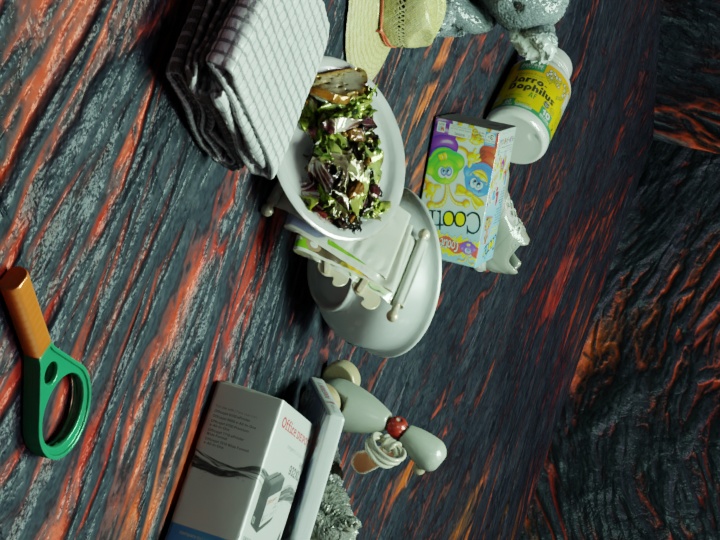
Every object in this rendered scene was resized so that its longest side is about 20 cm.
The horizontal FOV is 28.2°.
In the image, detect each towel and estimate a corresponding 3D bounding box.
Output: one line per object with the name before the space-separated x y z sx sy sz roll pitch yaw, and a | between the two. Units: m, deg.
towel | -0.104 -0.200 1.301 0.200 0.085 0.167 66 42 -65

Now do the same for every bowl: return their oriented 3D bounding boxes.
bowl | 0.000 0.000 1.664 0.089 0.200 0.204 1 105 -36

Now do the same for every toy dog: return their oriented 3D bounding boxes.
toy dog | 0.004 0.205 1.810 0.131 0.200 0.097 -9 133 -44

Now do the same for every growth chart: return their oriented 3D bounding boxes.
growth chart | -0.014 -0.046 1.558 0.145 0.199 0.018 -56 -172 -34

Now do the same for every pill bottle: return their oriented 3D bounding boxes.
pill bottle | 0.285 -0.281 2.380 0.114 0.111 0.201 85 26 -46

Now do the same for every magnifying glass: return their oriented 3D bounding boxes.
magnifying glass | -0.254 0.075 1.146 0.202 0.022 0.080 87 24 -47

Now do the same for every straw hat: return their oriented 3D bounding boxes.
straw hat | 0.055 -0.309 1.694 0.201 0.084 0.204 14 90 -73

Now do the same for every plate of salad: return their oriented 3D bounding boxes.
plate of salad | -0.016 -0.132 1.530 0.198 0.048 0.203 13 71 -43

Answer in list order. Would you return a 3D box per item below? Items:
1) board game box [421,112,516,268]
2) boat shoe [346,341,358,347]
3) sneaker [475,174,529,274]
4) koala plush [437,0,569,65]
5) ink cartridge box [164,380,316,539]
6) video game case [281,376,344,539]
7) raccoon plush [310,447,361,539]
board game box | 0.152 -0.120 2.109 0.105 0.102 0.203 -24 126 -68
boat shoe | 0.019 0.000 1.771 0.092 0.070 0.202 -88 -172 -49
sneaker | 0.249 -0.085 2.450 0.076 0.091 0.202 -50 149 -55
koala plush | 0.181 -0.364 1.855 0.184 0.197 0.180 35 70 -71
ink cartridge box | -0.129 0.238 1.544 0.145 0.083 0.202 54 52 -68
video game case | -0.068 0.242 1.684 0.182 0.023 0.203 -135 -119 -77
raccoon plush | -0.051 0.274 1.772 0.135 0.095 0.202 106 -24 -56
